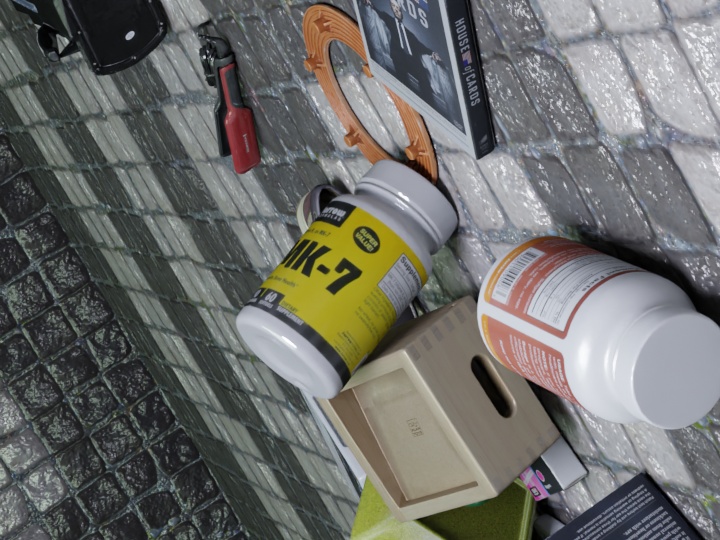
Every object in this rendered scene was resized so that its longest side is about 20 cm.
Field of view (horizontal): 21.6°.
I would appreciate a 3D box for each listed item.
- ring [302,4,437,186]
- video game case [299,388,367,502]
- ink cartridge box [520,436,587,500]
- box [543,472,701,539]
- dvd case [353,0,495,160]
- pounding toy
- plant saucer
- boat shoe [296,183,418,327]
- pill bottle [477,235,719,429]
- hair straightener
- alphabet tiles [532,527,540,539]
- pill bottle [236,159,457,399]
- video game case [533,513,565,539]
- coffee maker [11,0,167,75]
[{"bbox_3d":[0.003,-0.150,1.712,0.200,0.019,0.201,51,163,22],"label":"ring"},{"bbox_3d":[0.001,0.219,1.999,0.182,0.023,0.200,55,171,47],"label":"video game case"},{"bbox_3d":[0.139,0.128,1.827,0.200,0.037,0.095,57,164,6],"label":"ink cartridge box"},{"bbox_3d":[0.254,0.320,1.672,0.198,0.123,0.200,50,158,22],"label":"box"},{"bbox_3d":[0.041,-0.197,1.491,0.150,0.025,0.200,44,161,38],"label":"dvd case"},{"bbox_3d":[0.085,0.141,1.761,0.184,0.142,0.200,-25,100,53],"label":"pounding toy"},{"bbox_3d":[0.098,0.239,1.872,0.200,0.200,0.048,35,129,-15],"label":"plant saucer"},{"bbox_3d":[0.000,0.000,1.926,0.200,0.072,0.065,61,170,7],"label":"boat shoe"},{"bbox_3d":[0.179,0.047,1.393,0.200,0.112,0.112,28,148,60],"label":"pill bottle"},{"bbox_3d":[-0.157,-0.197,2.063,0.077,0.041,0.200,44,160,38],"label":"hair straightener"},{"bbox_3d":[0.139,0.296,1.925,0.166,0.006,0.200,29,-142,-33],"label":"alphabet tiles"},{"bbox_3d":[-0.009,0.005,1.682,0.114,0.200,0.114,34,162,13],"label":"pill bottle"},{"bbox_3d":[0.264,0.352,1.911,0.200,0.022,0.183,27,147,61],"label":"video game case"},{"bbox_3d":[-0.324,-0.342,2.170,0.200,0.135,0.192,34,129,53],"label":"coffee maker"}]
